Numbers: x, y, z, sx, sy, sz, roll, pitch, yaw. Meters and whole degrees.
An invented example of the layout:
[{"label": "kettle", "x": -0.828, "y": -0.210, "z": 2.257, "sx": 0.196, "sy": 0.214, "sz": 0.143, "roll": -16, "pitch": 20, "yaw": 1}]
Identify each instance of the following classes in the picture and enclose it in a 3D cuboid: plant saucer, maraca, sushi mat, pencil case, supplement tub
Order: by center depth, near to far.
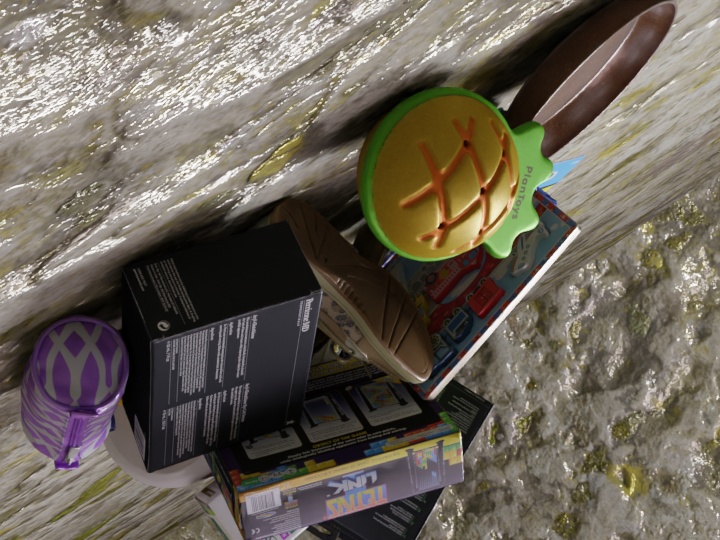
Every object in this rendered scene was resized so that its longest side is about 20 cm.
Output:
[{"label": "maraca", "x": 0.077, "y": -0.072, "z": 1.272, "sx": 0.199, "sy": 0.107, "sz": 0.138, "roll": 8, "pitch": 105, "yaw": -42}, {"label": "pencil case", "x": -0.236, "y": 0.102, "z": 1.324, "sx": 0.083, "sy": 0.086, "sz": 0.200, "roll": 7, "pitch": 159, "yaw": -10}, {"label": "plant saucer", "x": 0.189, "y": -0.165, "z": 1.389, "sx": 0.200, "sy": 0.035, "sz": 0.200, "roll": -41, "pitch": 165, "yaw": -13}, {"label": "sushi mat", "x": 0.000, "y": 0.000, "z": 1.514, "sx": 0.096, "sy": 0.012, "sz": 0.200, "roll": -40, "pitch": -163, "yaw": 39}, {"label": "supplement tub", "x": -0.159, "y": 0.133, "z": 1.591, "sx": 0.140, "sy": 0.141, "sz": 0.200, "roll": -34, "pitch": 171, "yaw": 14}]

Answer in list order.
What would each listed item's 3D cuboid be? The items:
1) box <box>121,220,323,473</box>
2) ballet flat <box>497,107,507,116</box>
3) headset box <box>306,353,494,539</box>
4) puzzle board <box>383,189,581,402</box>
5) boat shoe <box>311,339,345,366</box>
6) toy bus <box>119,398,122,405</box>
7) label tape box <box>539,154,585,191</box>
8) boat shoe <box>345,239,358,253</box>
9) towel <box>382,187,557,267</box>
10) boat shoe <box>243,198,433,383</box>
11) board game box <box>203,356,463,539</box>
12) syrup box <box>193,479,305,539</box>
[{"label": "box", "x": -0.115, "y": 0.064, "z": 1.299, "sx": 0.140, "sy": 0.079, "sz": 0.201, "roll": -14, "pitch": 147, "yaw": -18}, {"label": "ballet flat", "x": 0.091, "y": -0.094, "z": 1.405, "sx": 0.068, "sy": 0.076, "sz": 0.200, "roll": -37, "pitch": 171, "yaw": 29}, {"label": "headset box", "x": 0.008, "y": 0.180, "z": 1.635, "sx": 0.201, "sy": 0.173, "sz": 0.093, "roll": -59, "pitch": 178, "yaw": -16}, {"label": "puzzle board", "x": 0.084, "y": 0.000, "z": 1.436, "sx": 0.200, "sy": 0.151, "sz": 0.017, "roll": -49, "pitch": 133, "yaw": 3}, {"label": "boat shoe", "x": -0.041, "y": 0.070, "z": 1.564, "sx": 0.072, "sy": 0.060, "sz": 0.202, "roll": -34, "pitch": -166, "yaw": 40}, {"label": "toy bus", "x": -0.161, "y": 0.071, "z": 1.441, "sx": 0.199, "sy": 0.079, "sz": 0.065, "roll": -35, "pitch": 171, "yaw": 14}, {"label": "label tape box", "x": 0.118, "y": -0.073, "z": 1.669, "sx": 0.200, "sy": 0.066, "sz": 0.143, "roll": -42, "pitch": 168, "yaw": 30}, {"label": "boat shoe", "x": -0.063, "y": 0.011, "z": 1.509, "sx": 0.200, "sy": 0.070, "sz": 0.070, "roll": -32, "pitch": -159, "yaw": 48}, {"label": "towel", "x": 0.088, "y": -0.021, "z": 1.571, "sx": 0.200, "sy": 0.024, "sz": 0.144, "roll": -46, "pitch": 140, "yaw": 15}, {"label": "boat shoe", "x": -0.016, "y": 0.024, "z": 1.363, "sx": 0.063, "sy": 0.200, "sz": 0.073, "roll": -30, "pitch": -159, "yaw": 36}, {"label": "board game box", "x": -0.032, "y": 0.147, "z": 1.410, "sx": 0.199, "sy": 0.057, "sz": 0.165, "roll": -13, "pitch": -153, "yaw": -14}, {"label": "syrup box", "x": -0.053, "y": 0.185, "z": 1.530, "sx": 0.200, "sy": 0.079, "sz": 0.081, "roll": -38, "pitch": -173, "yaw": -14}]
